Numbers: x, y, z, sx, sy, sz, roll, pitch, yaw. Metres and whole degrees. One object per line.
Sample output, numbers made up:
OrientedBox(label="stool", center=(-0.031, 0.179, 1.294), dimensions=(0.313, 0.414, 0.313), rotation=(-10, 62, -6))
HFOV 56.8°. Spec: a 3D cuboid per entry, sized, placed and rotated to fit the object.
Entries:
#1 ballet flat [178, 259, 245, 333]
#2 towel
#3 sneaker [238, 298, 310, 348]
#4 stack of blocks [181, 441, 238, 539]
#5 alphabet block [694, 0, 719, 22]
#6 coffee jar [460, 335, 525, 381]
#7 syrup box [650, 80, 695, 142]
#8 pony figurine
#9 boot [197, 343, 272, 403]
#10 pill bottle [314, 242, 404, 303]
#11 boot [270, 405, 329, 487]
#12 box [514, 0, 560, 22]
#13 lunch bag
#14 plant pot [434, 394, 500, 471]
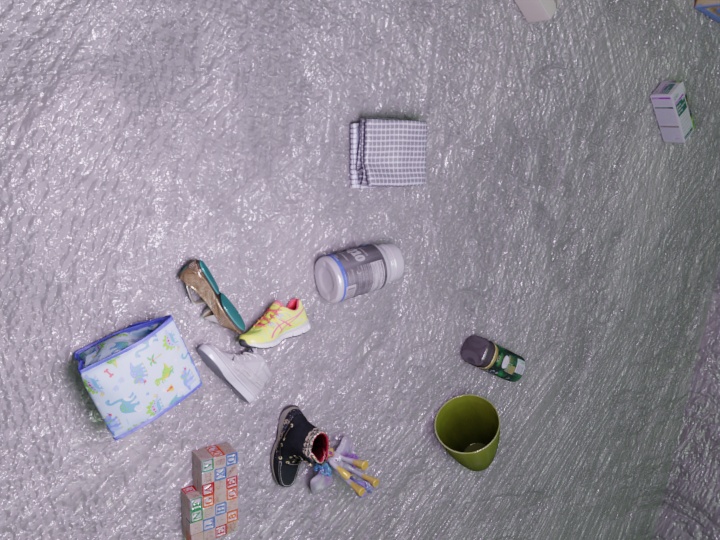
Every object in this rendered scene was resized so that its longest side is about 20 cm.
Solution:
OrientedBox(label="ballet flat", center=(-0.319, 0.065, 1.417), dimensions=(0.065, 0.071, 0.201), rotation=(-27, 117, 2))
OrientedBox(label="towel", center=(0.072, -0.280, 1.593), dimensions=(0.199, 0.085, 0.167), rotation=(-7, 105, -35))
OrientedBox(label="sneaker", center=(-0.199, 0.117, 1.499), dimensions=(0.199, 0.078, 0.091), rotation=(-22, 110, -50))
OrientedBox(label="stack of blocks", center=(-0.341, 0.503, 1.504), dimensions=(0.114, 0.058, 0.202), rotation=(-7, 106, -35))
OrientedBox(label="alphabet block", center=(1.282, -0.971, 2.246), dimensions=(0.195, 0.195, 0.202), rotation=(4, 99, -39))
OrientedBox(label="coffee jar", center=(0.389, 0.259, 1.953), dimensions=(0.199, 0.104, 0.086), rotation=(27, 82, -37))
OrientedBox(label="syrup box", center=(1.063, -0.539, 2.262), dimensions=(0.079, 0.081, 0.200), rotation=(-48, 126, -18))
OrientedBox(label="pony figurine", center=(-0.053, 0.483, 1.652), dimensions=(0.167, 0.199, 0.194), rotation=(-50, 141, -23))
OrientedBox(label="boot", center=(-0.274, 0.203, 1.479), dimensions=(0.096, 0.073, 0.201), rotation=(-51, 133, -23))
OrientedBox(label="pill bottle", center=(0.000, 0.000, 1.593), dimensions=(0.199, 0.113, 0.115), rotation=(-16, 111, -33))
OrientedBox(label="boot", center=(-0.143, 0.440, 1.573), dimensions=(0.073, 0.153, 0.205), rotation=(2, 100, -36))
OrientedBox(label="box", center=(0.440, -0.753, 1.749), dimensions=(0.200, 0.082, 0.069), rotation=(41, 76, -37))
OrientedBox(label="lunch bag", center=(-0.434, 0.201, 1.317), dimensions=(0.199, 0.127, 0.171), rotation=(-26, 116, -18))
OrientedBox(label="plant pot", center=(0.325, 0.494, 1.938), dimensions=(0.187, 0.187, 0.201), rotation=(-43, 138, -20))
